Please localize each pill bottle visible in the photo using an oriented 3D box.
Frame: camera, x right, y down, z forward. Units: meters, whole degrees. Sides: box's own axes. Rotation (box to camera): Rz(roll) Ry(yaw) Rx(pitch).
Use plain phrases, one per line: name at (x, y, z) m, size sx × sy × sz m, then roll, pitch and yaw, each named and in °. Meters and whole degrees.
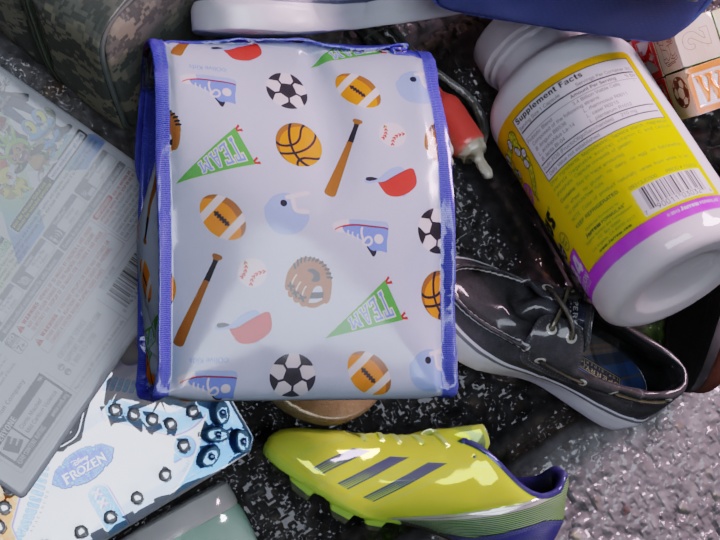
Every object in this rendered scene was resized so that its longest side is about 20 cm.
pill bottle at (0.147, -0.072, 1.069) m, size 0.104 × 0.104 × 0.200 m, roll -21°, pitch 64°, yaw -15°

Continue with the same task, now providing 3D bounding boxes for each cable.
cable at (0.024, -0.136, 1.083) m, size 0.097 × 0.050 × 0.200 m, roll -15°, pitch 80°, yaw -31°

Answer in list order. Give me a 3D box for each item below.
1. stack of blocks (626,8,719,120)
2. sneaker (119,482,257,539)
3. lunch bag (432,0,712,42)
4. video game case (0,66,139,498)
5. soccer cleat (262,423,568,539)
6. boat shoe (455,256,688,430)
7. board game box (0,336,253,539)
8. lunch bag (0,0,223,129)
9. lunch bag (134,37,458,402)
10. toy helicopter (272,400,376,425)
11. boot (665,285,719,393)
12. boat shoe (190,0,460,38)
stack of blocks at (0.270, -0.148, 1.127) m, size 0.200 × 0.115 × 0.059 m, roll -19°, pitch 92°, yaw -15°
sneaker at (-0.135, 0.222, 1.018) m, size 0.200 × 0.074 × 0.118 m, roll -29°, pitch 88°, yaw -17°
lunch bag at (0.132, -0.209, 0.994) m, size 0.200 × 0.136 × 0.133 m, roll 5°, pitch 56°, yaw -18°
video game case at (-0.214, -0.001, 1.015) m, size 0.182 × 0.022 × 0.200 m, roll 35°, pitch 79°, yaw -9°
soccer cleat at (0.036, 0.123, 1.072) m, size 0.200 × 0.065 × 0.084 m, roll 21°, pitch 99°, yaw -19°
boat shoe at (0.123, 0.040, 1.073) m, size 0.200 × 0.066 × 0.070 m, roll 32°, pitch 49°, yaw -27°
board game box at (-0.192, 0.071, 1.040) m, size 0.200 × 0.026 × 0.200 m, roll -30°, pitch 95°, yaw -14°
lunch bag at (-0.140, -0.206, 1.016) m, size 0.168 × 0.139 × 0.200 m, roll 38°, pitch 76°, yaw 19°
lunch bag at (-0.038, -0.028, 0.962) m, size 0.170 × 0.124 × 0.200 m, roll 0°, pitch 86°, yaw -15°
toy helicopter at (0.000, 0.000, 1.073) m, size 0.132 × 0.079 × 0.200 m, roll 18°, pitch 70°, yaw -6°
boot at (0.312, 0.023, 1.169) m, size 0.200 × 0.068 × 0.189 m, roll 25°, pitch 73°, yaw -19°
boat shoe at (-0.019, -0.171, 1.010) m, size 0.200 × 0.073 × 0.065 m, roll -15°, pitch 103°, yaw -46°
